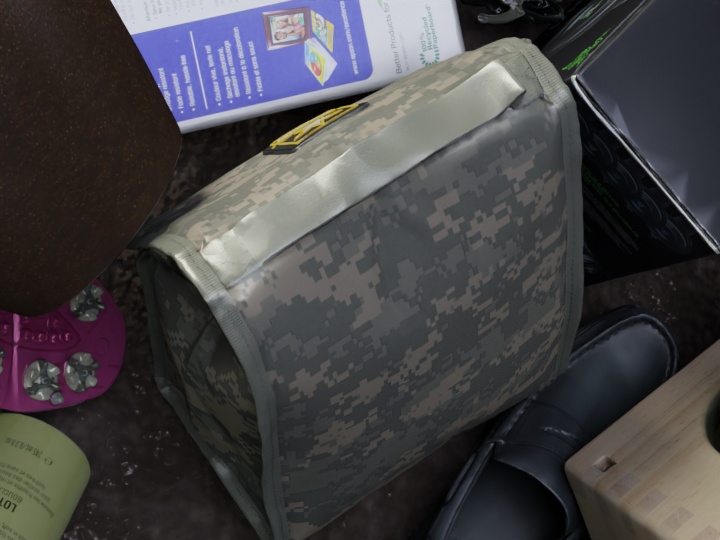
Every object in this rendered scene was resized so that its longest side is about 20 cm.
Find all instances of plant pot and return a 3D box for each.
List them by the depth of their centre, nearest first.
[{"bbox_3d":[-0.165,-0.080,0.665,0.200,0.186,0.188,40,74,-24],"label":"plant pot"}]

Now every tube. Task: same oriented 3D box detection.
[{"bbox_3d":[-0.166,0.146,0.723,0.052,0.058,0.201,58,42,-34],"label":"tube"}]

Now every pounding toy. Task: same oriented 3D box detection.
[{"bbox_3d":[0.188,0.083,0.823,0.183,0.142,0.201,-35,125,-17],"label":"pounding toy"}]

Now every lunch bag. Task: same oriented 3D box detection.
[{"bbox_3d":[0.000,0.000,0.744,0.163,0.201,0.118,-31,66,-17],"label":"lunch bag"}]

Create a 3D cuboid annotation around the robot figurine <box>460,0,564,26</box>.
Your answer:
[{"bbox_3d":[0.024,-0.171,0.852,0.198,0.058,0.147,-15,89,-16],"label":"robot figurine"}]

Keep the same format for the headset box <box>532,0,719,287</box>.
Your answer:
[{"bbox_3d":[0.141,-0.086,0.803,0.174,0.200,0.093,-44,97,-15],"label":"headset box"}]

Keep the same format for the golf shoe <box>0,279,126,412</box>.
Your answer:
[{"bbox_3d":[-0.191,0.011,0.765,0.199,0.091,0.076,18,79,-37],"label":"golf shoe"}]

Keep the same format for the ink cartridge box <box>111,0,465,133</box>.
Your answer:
[{"bbox_3d":[-0.060,-0.111,0.780,0.198,0.039,0.101,-13,98,-12],"label":"ink cartridge box"}]

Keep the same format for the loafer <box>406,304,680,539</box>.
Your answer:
[{"bbox_3d":[0.080,0.096,0.832,0.068,0.070,0.201,43,74,-6],"label":"loafer"}]
